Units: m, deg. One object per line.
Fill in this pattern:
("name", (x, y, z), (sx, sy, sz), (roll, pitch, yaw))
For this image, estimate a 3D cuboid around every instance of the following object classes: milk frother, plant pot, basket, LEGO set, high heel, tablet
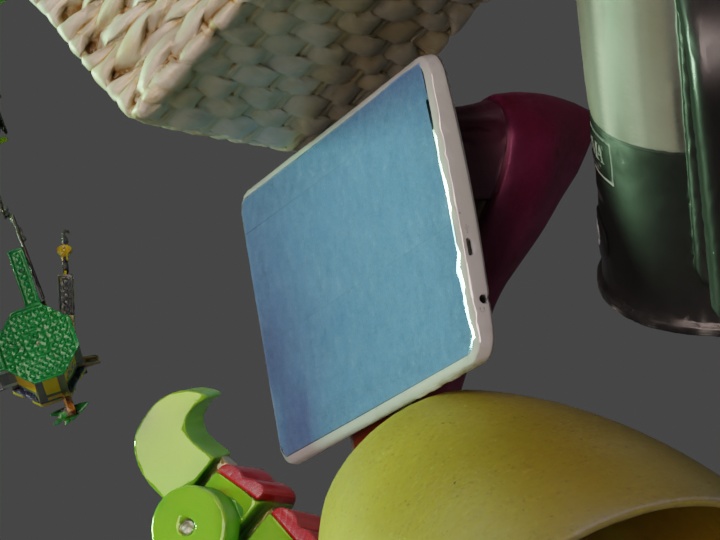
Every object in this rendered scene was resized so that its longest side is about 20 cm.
("milk frother", (0.190, -0.080, 1.156), (0.181, 0.199, 0.189), (-127, 25, -60))
("plant pot", (0.059, 0.130, 1.211), (0.200, 0.200, 0.142), (-53, 46, 12))
("basket", (-0.039, -0.172, 1.279), (0.198, 0.200, 0.161), (-45, 68, 16))
("LEGO set", (-0.210, 0.008, 1.417), (0.153, 0.116, 0.200), (-28, 74, -9))
("high heel", (0.052, 0.022, 1.298), (0.067, 0.096, 0.201), (42, 129, 56))
("tablet", (0.000, 0.000, 1.278), (0.200, 0.014, 0.131), (-34, 63, 60))

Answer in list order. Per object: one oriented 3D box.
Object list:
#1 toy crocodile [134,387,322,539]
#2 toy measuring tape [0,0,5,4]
("toy crocodile", (-0.029, 0.134, 1.310), (0.062, 0.067, 0.200), (-50, 65, 13))
("toy measuring tape", (-0.187, -0.192, 1.443), (0.073, 0.074, 0.201), (-7, 63, 27))
